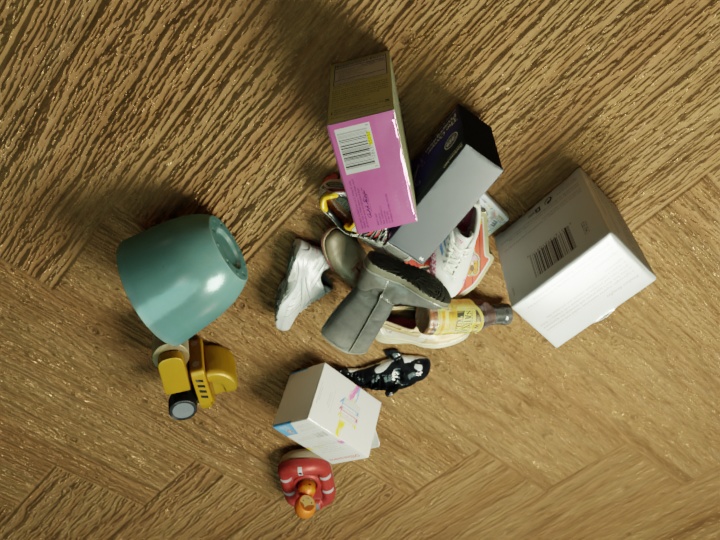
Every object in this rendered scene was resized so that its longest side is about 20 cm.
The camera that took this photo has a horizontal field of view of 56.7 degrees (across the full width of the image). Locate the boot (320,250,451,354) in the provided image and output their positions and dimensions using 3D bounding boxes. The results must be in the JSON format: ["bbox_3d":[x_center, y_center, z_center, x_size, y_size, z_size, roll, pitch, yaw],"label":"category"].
[{"bbox_3d":[0.041,0.078,1.164,0.178,0.073,0.203,26,120,-2],"label":"boot"}]

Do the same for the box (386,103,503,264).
[{"bbox_3d":[0.124,-0.134,1.041,0.078,0.143,0.201,27,123,-20],"label":"box"}]

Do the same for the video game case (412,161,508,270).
[{"bbox_3d":[0.132,-0.099,1.169,0.199,0.023,0.181,38,119,-26],"label":"video game case"}]

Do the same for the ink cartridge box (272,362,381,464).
[{"bbox_3d":[-0.058,0.307,1.394,0.199,0.128,0.127,39,141,-27],"label":"ink cartridge box"}]

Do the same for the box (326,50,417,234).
[{"bbox_3d":[0.018,-0.192,0.984,0.094,0.203,0.179,-10,128,9],"label":"box"}]

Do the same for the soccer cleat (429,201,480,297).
[{"bbox_3d":[0.158,-0.039,1.116,0.068,0.087,0.206,5,112,-4],"label":"soccer cleat"}]

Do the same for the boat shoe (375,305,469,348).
[{"bbox_3d":[0.116,0.101,1.290,0.193,0.075,0.070,-2,134,2],"label":"boat shoe"}]

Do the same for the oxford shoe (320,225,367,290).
[{"bbox_3d":[0.000,0.000,1.199,0.071,0.074,0.201,-45,128,-9],"label":"oxford shoe"}]

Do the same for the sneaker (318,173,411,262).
[{"bbox_3d":[0.008,-0.075,1.122,0.197,0.083,0.078,34,119,-7],"label":"sneaker"}]

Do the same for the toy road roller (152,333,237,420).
[{"bbox_3d":[-0.325,0.185,1.328,0.142,0.124,0.204,-12,129,-9],"label":"toy road roller"}]

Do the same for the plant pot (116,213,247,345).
[{"bbox_3d":[-0.289,-0.001,1.142,0.158,0.202,0.203,-28,124,6],"label":"plant pot"}]

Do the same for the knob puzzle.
[{"bbox_3d":[0.145,-0.008,1.206,0.212,0.031,0.224,0,128,-1],"label":"knob puzzle"}]

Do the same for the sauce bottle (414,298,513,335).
[{"bbox_3d":[0.198,0.084,1.250,0.195,0.067,0.067,-3,131,-24],"label":"sauce bottle"}]

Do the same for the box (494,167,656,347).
[{"bbox_3d":[0.349,-0.022,1.117,0.130,0.202,0.198,37,119,-24],"label":"box"}]

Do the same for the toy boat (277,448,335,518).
[{"bbox_3d":[-0.128,0.518,1.571,0.126,0.132,0.204,-5,128,3],"label":"toy boat"}]

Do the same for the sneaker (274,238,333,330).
[{"bbox_3d":[-0.103,0.040,1.243,0.097,0.079,0.203,13,127,-14],"label":"sneaker"}]

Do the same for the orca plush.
[{"bbox_3d":[0.050,0.223,1.384,0.193,0.072,0.107,4,128,-3],"label":"orca plush"}]
